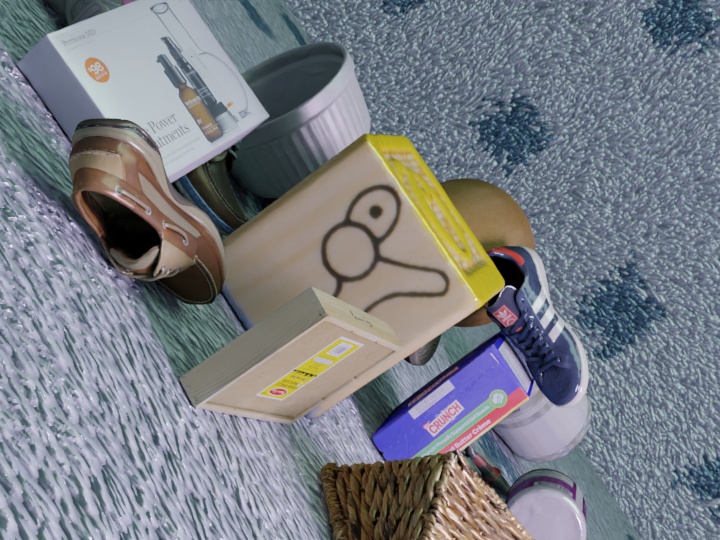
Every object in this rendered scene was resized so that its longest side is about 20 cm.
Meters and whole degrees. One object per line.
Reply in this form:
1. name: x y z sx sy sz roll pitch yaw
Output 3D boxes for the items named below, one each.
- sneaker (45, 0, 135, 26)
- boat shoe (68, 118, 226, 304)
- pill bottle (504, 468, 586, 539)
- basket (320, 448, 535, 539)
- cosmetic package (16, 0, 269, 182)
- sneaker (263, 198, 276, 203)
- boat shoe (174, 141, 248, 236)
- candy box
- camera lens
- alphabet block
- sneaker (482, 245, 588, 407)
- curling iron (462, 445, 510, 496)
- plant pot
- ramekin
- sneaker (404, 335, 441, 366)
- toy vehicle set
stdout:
1. sneaker: -0.235 -0.223 1.214 0.200 0.081 0.088 41 37 1
2. boat shoe: -0.167 -0.028 0.964 0.200 0.075 0.074 59 32 -48
3. pill bottle: 0.247 0.328 1.702 0.112 0.112 0.200 57 9 4
4. basket: 0.054 0.266 1.079 0.200 0.149 0.143 50 44 -33
5. cosmetic package: -0.184 -0.157 1.114 0.151 0.052 0.200 53 35 -4
6. sneaker: -0.085 -0.114 1.639 0.098 0.071 0.201 50 9 -19
7. boat shoe: -0.163 -0.127 1.285 0.200 0.072 0.072 58 9 10
8. candy box: 0.109 0.151 1.424 0.077 0.169 0.200 53 9 5
9. camera lens: 0.283 0.213 2.126 0.200 0.160 0.160 50 11 -34
10. alphabet block: 0.000 0.000 1.238 0.196 0.200 0.196 56 14 1
11. sneaker: 0.182 0.061 1.407 0.084 0.075 0.201 7 51 -45
12. curling iron: 0.183 0.281 1.794 0.200 0.026 0.050 47 16 -45
13. plant pot: 0.090 -0.018 1.500 0.187 0.186 0.200 58 22 11
14. ramekin: -0.083 -0.174 1.502 0.105 0.200 0.200 61 6 -28
15. sneaker: 0.028 0.004 1.384 0.075 0.106 0.201 -14 100 -57
16. toy vehicle set: -0.049 0.074 1.016 0.027 0.124 0.200 59 9 18
